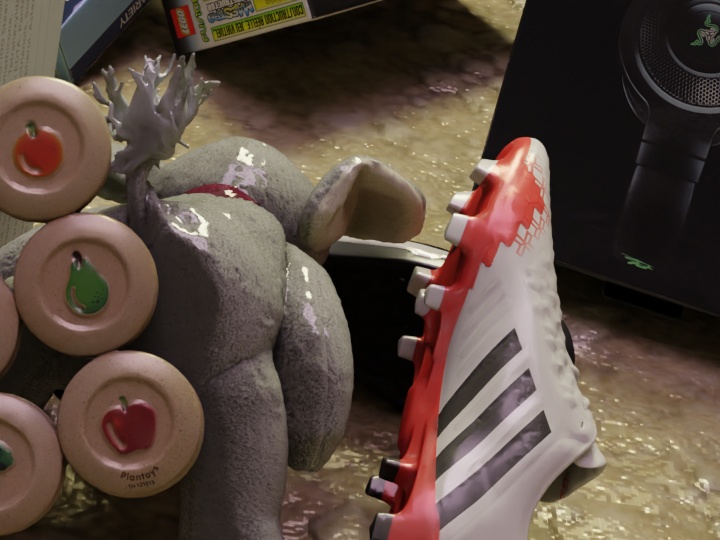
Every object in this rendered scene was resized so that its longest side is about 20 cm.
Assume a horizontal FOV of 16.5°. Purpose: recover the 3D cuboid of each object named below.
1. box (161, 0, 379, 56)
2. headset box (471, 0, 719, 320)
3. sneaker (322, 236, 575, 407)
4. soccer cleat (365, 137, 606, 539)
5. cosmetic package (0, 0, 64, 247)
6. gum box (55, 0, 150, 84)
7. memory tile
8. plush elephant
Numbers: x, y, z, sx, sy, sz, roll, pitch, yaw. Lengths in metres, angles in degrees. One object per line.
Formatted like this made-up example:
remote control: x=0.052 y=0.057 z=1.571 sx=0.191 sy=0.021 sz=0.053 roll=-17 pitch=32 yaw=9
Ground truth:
box: x=0.007 y=-0.158 z=1.298 sx=0.200 sy=0.035 sz=0.110 roll=-21 pitch=8 yaw=-41
headset box: x=0.155 y=-0.078 z=1.121 sx=0.174 sy=0.200 sz=0.093 roll=20 pitch=16 yaw=12
sneaker: x=0.000 y=0.000 z=1.057 sx=0.200 sy=0.072 sz=0.083 roll=18 pitch=29 yaw=10
soccer cleat: x=0.057 y=0.044 z=0.949 sx=0.085 sy=0.069 sz=0.200 roll=18 pitch=63 yaw=-8
cosmetic package: x=-0.228 y=-0.070 z=0.976 sx=0.167 sy=0.167 sz=0.200 roll=14 pitch=21 yaw=8
gum box: x=-0.176 y=-0.202 z=1.288 sx=0.200 sy=0.045 sz=0.170 roll=28 pitch=63 yaw=24
memory tile: x=-0.165 y=0.027 z=0.853 sx=0.200 sy=0.154 sz=0.017 roll=-17 pitch=0 yaw=-3
plush elephant: x=-0.063 y=0.010 z=0.950 sx=0.164 sy=0.200 sz=0.155 roll=13 pitch=12 yaw=18
